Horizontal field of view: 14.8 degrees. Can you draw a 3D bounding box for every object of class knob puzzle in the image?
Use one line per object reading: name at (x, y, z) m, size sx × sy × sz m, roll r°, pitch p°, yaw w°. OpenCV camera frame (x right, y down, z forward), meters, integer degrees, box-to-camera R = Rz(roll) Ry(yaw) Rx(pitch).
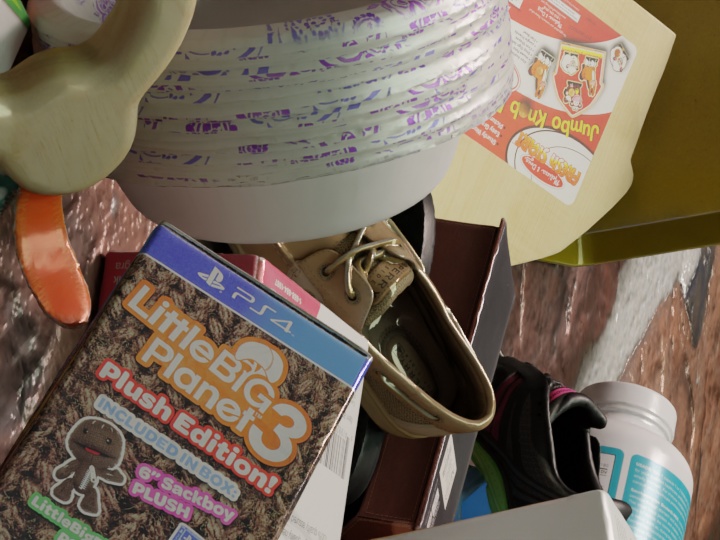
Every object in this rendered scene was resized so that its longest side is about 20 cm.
knob puzzle at (0.088, -0.093, 1.643) m, size 0.219 × 0.030 × 0.221 m, roll -6°, pitch 100°, yaw -38°

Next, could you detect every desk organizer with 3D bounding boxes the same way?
desk organizer at (0.022, 0.067, 1.489) m, size 0.072 × 0.077 × 0.201 m, roll 79°, pitch 23°, yaw -53°

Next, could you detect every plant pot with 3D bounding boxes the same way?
plant pot at (0.193, -0.108, 1.795) m, size 0.200 × 0.199 × 0.177 m, roll 9°, pitch 72°, yaw -69°

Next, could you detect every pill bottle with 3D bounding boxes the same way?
pill bottle at (0.157, 0.175, 1.821) m, size 0.111 × 0.110 × 0.201 m, roll 64°, pitch 36°, yaw -51°

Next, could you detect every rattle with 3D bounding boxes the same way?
rattle at (-0.140, -0.095, 1.052) m, size 0.130 × 0.143 × 0.201 m, roll -31°, pitch 142°, yaw -27°

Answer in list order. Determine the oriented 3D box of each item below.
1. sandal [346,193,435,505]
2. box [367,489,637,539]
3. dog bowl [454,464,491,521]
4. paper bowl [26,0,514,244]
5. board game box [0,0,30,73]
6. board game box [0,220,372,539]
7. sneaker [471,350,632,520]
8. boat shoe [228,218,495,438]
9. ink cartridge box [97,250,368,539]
sandal at (-0.008, 0.021, 1.431) m, size 0.048 × 0.075 × 0.201 m, roll 30°, pitch 63°, yaw -47°
box at (0.084, 0.210, 1.418) m, size 0.200 × 0.152 × 0.107 m, roll 56°, pitch 25°, yaw -57°
dog bowl at (0.036, 0.172, 1.590) m, size 0.200 × 0.049 × 0.112 m, roll -28°, pitch 119°, yaw -65°
paper bowl at (-0.035, -0.081, 1.161) m, size 0.201 × 0.200 × 0.105 m, roll -49°, pitch 138°, yaw -58°
board game box at (-0.175, -0.065, 1.041) m, size 0.096 × 0.030 × 0.201 m, roll 67°, pitch 30°, yaw -48°
board game box at (-0.102, 0.113, 1.028) m, size 0.160 × 0.097 × 0.200 m, roll -52°, pitch -173°, yaw 50°
sneaker at (0.098, 0.086, 1.603) m, size 0.077 × 0.084 × 0.200 m, roll 14°, pitch 40°, yaw -52°
boat shoe at (0.000, 0.000, 1.361) m, size 0.071 × 0.064 × 0.200 m, roll -50°, pitch 115°, yaw -25°
ink cartridge box at (-0.068, 0.107, 1.261) m, size 0.147 × 0.082 × 0.201 m, roll 42°, pitch 54°, yaw -64°
